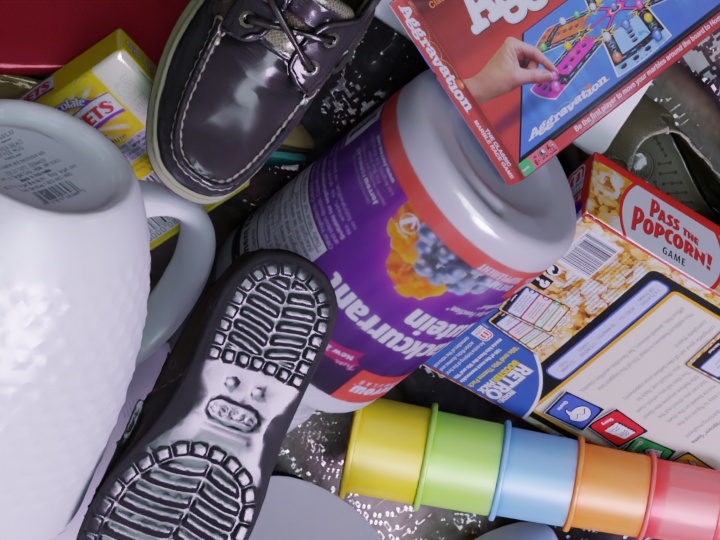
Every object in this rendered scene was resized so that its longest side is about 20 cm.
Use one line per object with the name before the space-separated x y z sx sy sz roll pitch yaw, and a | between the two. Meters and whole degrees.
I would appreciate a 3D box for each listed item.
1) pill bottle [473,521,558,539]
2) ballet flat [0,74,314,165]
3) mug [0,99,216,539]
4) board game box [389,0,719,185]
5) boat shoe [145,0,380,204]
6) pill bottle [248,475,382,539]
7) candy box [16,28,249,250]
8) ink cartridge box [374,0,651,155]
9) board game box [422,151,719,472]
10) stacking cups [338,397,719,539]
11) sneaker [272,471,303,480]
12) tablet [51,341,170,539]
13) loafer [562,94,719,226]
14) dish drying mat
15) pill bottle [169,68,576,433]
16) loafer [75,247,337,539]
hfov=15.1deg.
pill bottle | 0.114 0.236 1.452 0.112 0.112 0.200 -31 109 -4
ballet flat | -0.119 -0.085 1.338 0.199 0.069 0.063 1 87 -16
mug | -0.152 0.014 1.257 0.199 0.148 0.176 -10 135 -42
board game box | 0.112 -0.135 1.306 0.200 0.019 0.103 -38 96 -31
boat shoe | -0.033 -0.123 1.249 0.073 0.065 0.201 32 75 -17
pill bottle | -0.070 0.204 1.360 0.116 0.117 0.200 23 122 -18
candy box | -0.162 -0.026 1.317 0.200 0.026 0.102 -32 123 17
ink cartridge box | 0.063 -0.158 1.360 0.200 0.067 0.116 33 93 -19
board game box | 0.154 0.041 1.400 0.200 0.046 0.151 30 135 -18
stacking cups | 0.090 0.111 1.417 0.199 0.061 0.061 13 101 -2
sneaker | -0.017 0.198 1.433 0.081 0.074 0.201 -25 107 -3
tablet | -0.151 0.129 1.357 0.200 0.014 0.131 -26 111 -39
loafer | 0.174 -0.007 1.427 0.076 0.067 0.200 -39 110 -1
dish drying mat | -0.120 -0.122 1.327 0.199 0.077 0.018 1 138 -14
pill bottle | 0.000 0.000 1.333 0.111 0.112 0.200 39 122 -20
loafer | -0.071 0.076 1.280 0.073 0.071 0.200 29 102 -13
